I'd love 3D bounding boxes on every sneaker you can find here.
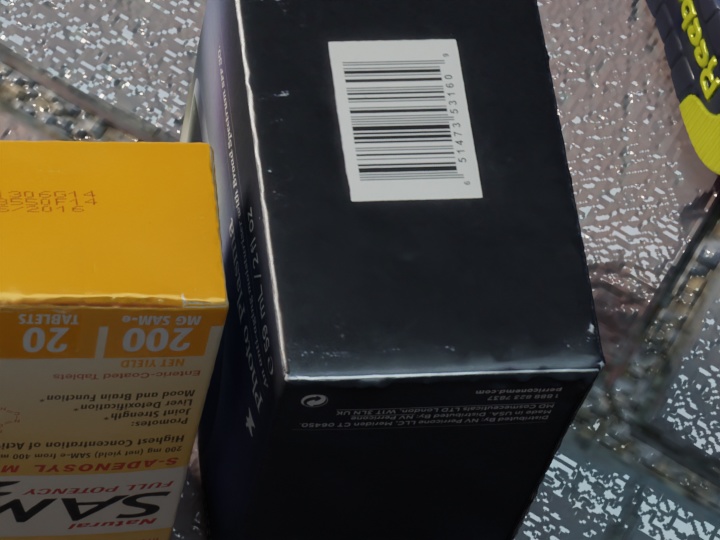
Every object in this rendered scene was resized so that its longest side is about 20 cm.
[{"bbox_3d":[0.178,-0.130,1.305,0.082,0.074,0.201,0,63,-21],"label":"sneaker"}]

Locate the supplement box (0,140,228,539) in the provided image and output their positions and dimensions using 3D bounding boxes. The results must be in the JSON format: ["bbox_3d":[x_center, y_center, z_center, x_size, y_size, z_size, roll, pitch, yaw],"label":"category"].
[{"bbox_3d":[-0.124,0.039,1.058,0.125,0.200,0.074,-1,56,-12],"label":"supplement box"}]

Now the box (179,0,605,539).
[{"bbox_3d":[0.000,0.000,1.110,0.122,0.199,0.201,-2,60,-11],"label":"box"}]
